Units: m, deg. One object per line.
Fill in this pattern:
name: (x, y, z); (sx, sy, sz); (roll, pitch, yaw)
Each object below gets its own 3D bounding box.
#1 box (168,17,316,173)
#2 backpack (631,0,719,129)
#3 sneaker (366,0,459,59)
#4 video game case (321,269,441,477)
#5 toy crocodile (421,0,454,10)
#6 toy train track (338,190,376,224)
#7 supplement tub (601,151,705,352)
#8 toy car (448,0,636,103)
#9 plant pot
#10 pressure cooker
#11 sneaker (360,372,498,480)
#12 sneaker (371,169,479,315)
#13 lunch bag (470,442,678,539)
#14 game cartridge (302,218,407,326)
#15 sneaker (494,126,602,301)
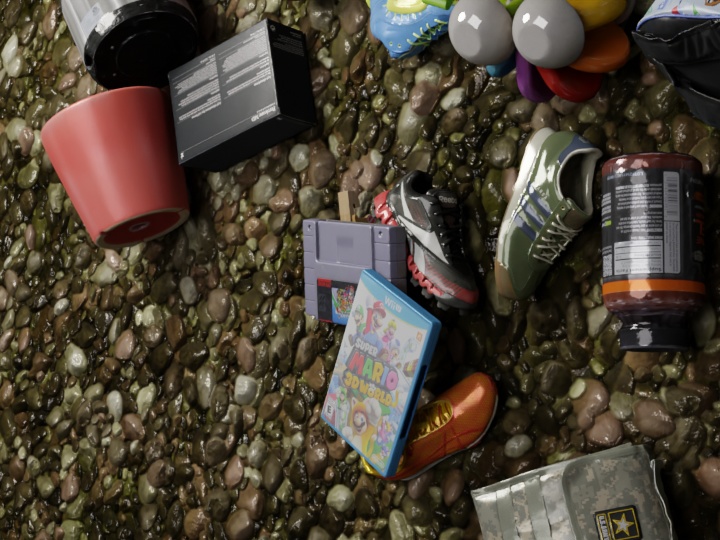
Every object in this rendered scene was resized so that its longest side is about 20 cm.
box: (-0.164, -0.235, 1.932); (0.200, 0.079, 0.142); (-21, 68, 38)
backpack: (0.374, -0.232, 1.389); (0.190, 0.200, 0.154); (10, 60, 49)
sneaker: (0.087, -0.306, 1.737); (0.200, 0.076, 0.105); (23, 117, 41)
video game case: (0.021, 0.119, 1.651); (0.143, 0.018, 0.201); (38, 119, 46)
toy crocodile: (0.131, -0.393, 1.664); (0.067, 0.062, 0.201); (18, 76, 28)
toy train track: (0.000, 0.000, 1.782); (0.115, 0.032, 0.201); (-7, 88, 57)
supplement tub: (0.304, -0.017, 1.470); (0.107, 0.107, 0.201); (-5, 82, 41)
toy car: (0.210, -0.258, 1.572); (0.199, 0.175, 0.150); (10, 127, 41)
plant pot: (-0.336, -0.138, 2.008); (0.200, 0.200, 0.178); (-28, 76, 35)
pressure cooker: (-0.337, -0.377, 2.033); (0.175, 0.179, 0.200); (-24, 58, -8)
sneaker: (0.083, 0.189, 1.657); (0.200, 0.077, 0.073); (-44, 56, 27)
sneaker: (0.091, -0.041, 1.684); (0.098, 0.071, 0.201); (-50, 54, 28)
lunch bag: (0.237, 0.283, 1.484); (0.200, 0.117, 0.165); (-24, 69, 31)
game cartridge: (-0.010, 0.005, 1.740); (0.200, 0.038, 0.130); (7, 96, 57)
sneaker: (0.214, -0.059, 1.578); (0.090, 0.067, 0.201); (15, 91, 47)
